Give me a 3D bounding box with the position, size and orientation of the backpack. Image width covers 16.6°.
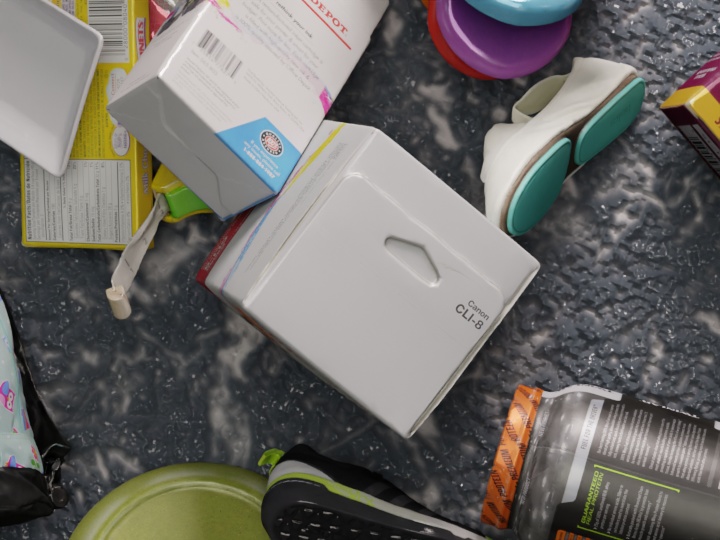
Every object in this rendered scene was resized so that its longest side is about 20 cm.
[{"bbox_3d":[-0.297,0.081,1.691,0.165,0.127,0.202,-11,79,7],"label":"backpack"}]

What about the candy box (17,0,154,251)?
[{"bbox_3d":[-0.192,-0.116,1.719,0.101,0.026,0.202,3,97,31],"label":"candy box"}]

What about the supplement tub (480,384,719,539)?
[{"bbox_3d":[0.187,0.149,1.641,0.198,0.123,0.124,17,84,7],"label":"supplement tub"}]

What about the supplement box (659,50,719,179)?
[{"bbox_3d":[0.322,-0.129,1.664,0.200,0.103,0.131,-43,94,-1],"label":"supplement box"}]

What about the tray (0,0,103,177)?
[{"bbox_3d":[-0.253,-0.155,1.726,0.199,0.022,0.108,33,115,32],"label":"tray"}]

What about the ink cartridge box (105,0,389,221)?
[{"bbox_3d":[-0.072,-0.147,1.674,0.115,0.068,0.201,44,51,-18],"label":"ink cartridge box"}]

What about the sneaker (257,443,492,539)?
[{"bbox_3d":[0.024,0.168,1.679,0.199,0.083,0.072,26,122,-13],"label":"sneaker"}]

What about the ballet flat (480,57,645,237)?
[{"bbox_3d":[0.122,-0.086,1.672,0.069,0.070,0.200,39,47,8],"label":"ballet flat"}]

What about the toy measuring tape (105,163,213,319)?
[{"bbox_3d":[-0.108,-0.047,1.699,0.073,0.074,0.201,19,57,7],"label":"toy measuring tape"}]

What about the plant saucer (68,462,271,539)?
[{"bbox_3d":[-0.111,0.216,1.669,0.198,0.031,0.202,1,62,-1],"label":"plant saucer"}]

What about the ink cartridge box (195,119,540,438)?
[{"bbox_3d":[0.000,0.000,1.621,0.145,0.200,0.145,38,86,-12],"label":"ink cartridge box"}]

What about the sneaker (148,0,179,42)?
[{"bbox_3d":[-0.177,-0.202,1.744,0.200,0.074,0.087,43,89,9],"label":"sneaker"}]

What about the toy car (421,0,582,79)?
[{"bbox_3d":[0.096,-0.203,1.661,0.173,0.200,0.151,6,88,-10],"label":"toy car"}]
